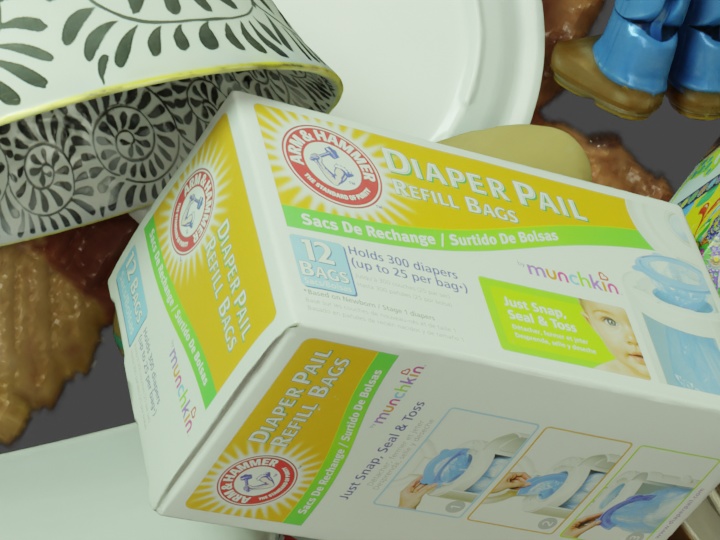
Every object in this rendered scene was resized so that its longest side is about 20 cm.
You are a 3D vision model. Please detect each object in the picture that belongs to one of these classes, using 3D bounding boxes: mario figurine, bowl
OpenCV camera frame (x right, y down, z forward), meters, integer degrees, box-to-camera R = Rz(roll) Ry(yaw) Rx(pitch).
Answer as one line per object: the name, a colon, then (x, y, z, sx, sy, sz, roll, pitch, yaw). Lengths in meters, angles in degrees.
mario figurine: (0.136, -0.167, 0.957, 0.106, 0.123, 0.200, 24, 115, 14)
bowl: (-0.114, -0.079, 0.853, 0.201, 0.201, 0.094, -15, 82, -9)

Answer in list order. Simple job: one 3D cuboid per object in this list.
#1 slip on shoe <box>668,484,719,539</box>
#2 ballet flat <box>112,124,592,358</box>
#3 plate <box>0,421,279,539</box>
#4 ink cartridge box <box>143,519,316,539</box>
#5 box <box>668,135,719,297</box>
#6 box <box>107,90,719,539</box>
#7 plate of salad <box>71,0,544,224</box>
slip on shoe: (0.107, 0.067, 0.979, 0.200, 0.076, 0.061, 55, 36, 8)
ballet flat: (0.000, 0.000, 0.920, 0.200, 0.063, 0.069, -23, 98, 1)
plate: (-0.108, 0.154, 0.869, 0.032, 0.200, 0.200, 41, 44, -44)
ink cartridge box: (-0.057, 0.177, 0.897, 0.083, 0.147, 0.200, 40, 80, -45)
box: (0.240, 0.001, 0.969, 0.200, 0.122, 0.193, 38, 84, -6)
box: (0.026, 0.028, 0.836, 0.200, 0.101, 0.113, 12, 42, -31)
plate of salad: (-0.025, -0.094, 0.965, 0.200, 0.048, 0.200, 0, 93, -9)
